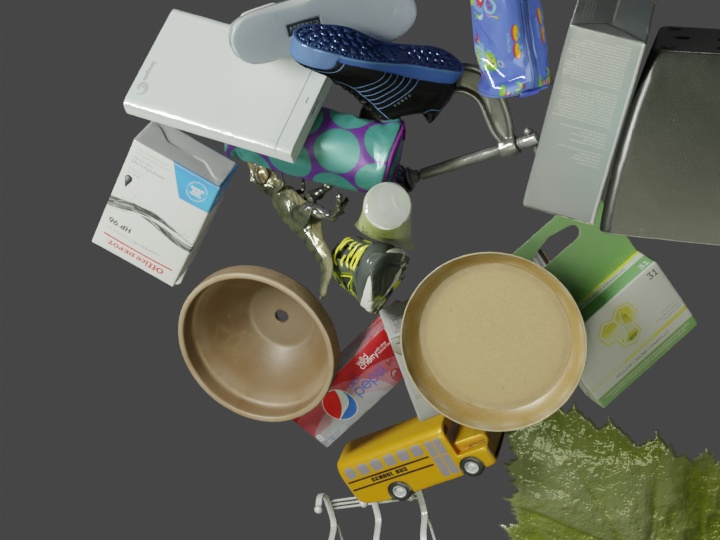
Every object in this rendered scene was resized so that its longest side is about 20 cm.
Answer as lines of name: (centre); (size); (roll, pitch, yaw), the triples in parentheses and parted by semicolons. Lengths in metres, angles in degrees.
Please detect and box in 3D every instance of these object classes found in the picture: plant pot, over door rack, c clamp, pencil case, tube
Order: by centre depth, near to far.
plant pot: (0.349, -0.139, 1.417); (0.199, 0.200, 0.178); (5, 110, 14)
pencil case: (0.148, -0.270, 1.457); (0.078, 0.087, 0.201); (-16, 119, -11)
plant pot: (0.142, 0.074, 1.541); (0.199, 0.027, 0.201); (3, 106, 11)
pencil case: (-0.048, -0.145, 1.577); (0.199, 0.093, 0.085); (15, 147, 13)
c clamp: (0.100, -0.139, 1.583); (0.199, 0.027, 0.172); (-10, 115, 24)
tube: (0.029, -0.051, 1.584); (0.052, 0.200, 0.058); (-26, 83, -4)
plant pot: (-0.111, 0.073, 1.733); (0.200, 0.093, 0.202); (9, 120, 17)
over door rack: (0.037, 0.373, 1.885); (0.147, 0.067, 0.201); (-11, 116, 24)

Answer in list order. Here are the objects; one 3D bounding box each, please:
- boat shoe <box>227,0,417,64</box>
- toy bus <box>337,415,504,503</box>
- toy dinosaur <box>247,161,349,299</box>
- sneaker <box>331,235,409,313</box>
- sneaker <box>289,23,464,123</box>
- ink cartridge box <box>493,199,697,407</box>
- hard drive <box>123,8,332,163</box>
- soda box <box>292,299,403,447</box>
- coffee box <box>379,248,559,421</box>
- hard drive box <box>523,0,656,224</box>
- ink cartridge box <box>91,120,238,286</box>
boat shoe: (-0.044, -0.265, 1.530); (0.201, 0.086, 0.075); (-16, 112, -7)
toy bus: (0.076, 0.226, 1.787); (0.199, 0.065, 0.078); (-24, 109, 28)
toy dinosaur: (-0.056, -0.069, 1.631); (0.088, 0.047, 0.200); (-42, 59, 18)
sneaker: (0.000, 0.000, 1.616); (0.084, 0.200, 0.075); (35, 81, 5)
sneaker: (0.011, -0.197, 1.492); (0.199, 0.070, 0.078); (8, 126, -27)
ink cartridge box: (0.257, 0.030, 1.564); (0.145, 0.048, 0.200); (-41, 118, -2)
hard drive: (-0.138, -0.201, 1.553); (0.199, 0.132, 0.027); (17, 157, 15)
soda box: (0.001, 0.125, 1.746); (0.063, 0.070, 0.200); (39, 123, -8)
coffee box: (0.136, 0.072, 1.623); (0.199, 0.080, 0.115); (-20, 115, 0)
hard drive box: (0.230, -0.174, 1.445); (0.076, 0.156, 0.201); (16, 124, 7)
ink cartridge box: (-0.239, -0.064, 1.711); (0.116, 0.068, 0.200); (29, 124, 0)
